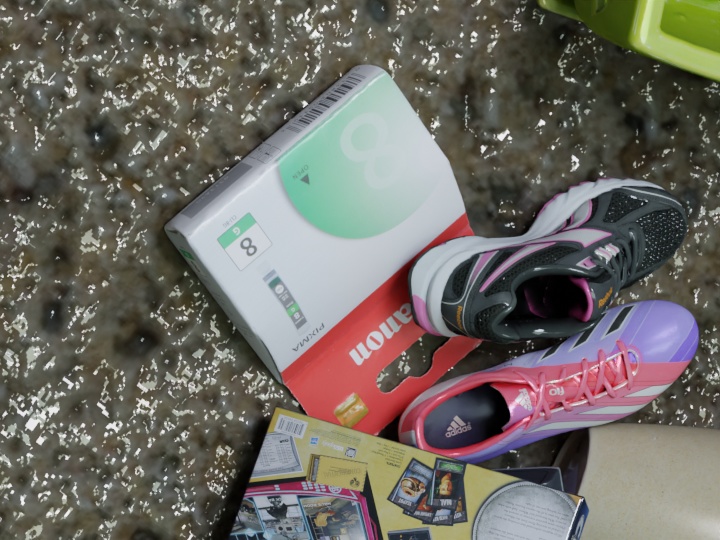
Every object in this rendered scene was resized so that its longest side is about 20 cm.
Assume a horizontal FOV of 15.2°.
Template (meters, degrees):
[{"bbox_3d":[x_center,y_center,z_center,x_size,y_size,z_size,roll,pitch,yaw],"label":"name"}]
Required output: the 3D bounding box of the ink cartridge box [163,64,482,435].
[{"bbox_3d":[0.000,0.000,1.655,0.161,0.050,0.200,-41,111,-12],"label":"ink cartridge box"}]

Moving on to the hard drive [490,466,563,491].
[{"bbox_3d":[0.070,0.224,1.693,0.139,0.033,0.201,-4,106,20],"label":"hard drive"}]

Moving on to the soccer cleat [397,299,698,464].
[{"bbox_3d":[0.118,0.073,1.676,0.199,0.076,0.067,-20,90,1],"label":"soccer cleat"}]

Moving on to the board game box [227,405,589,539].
[{"bbox_3d":[0.021,0.174,1.619,0.199,0.035,0.136,16,74,16],"label":"board game box"}]

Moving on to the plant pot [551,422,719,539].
[{"bbox_3d":[0.217,0.177,1.726,0.199,0.187,0.188,21,91,-9],"label":"plant pot"}]

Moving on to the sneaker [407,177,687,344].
[{"bbox_3d":[0.132,0.007,1.678,0.200,0.086,0.081,-24,120,-29],"label":"sneaker"}]

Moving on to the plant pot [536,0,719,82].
[{"bbox_3d":[0.227,-0.213,1.639,0.199,0.181,0.200,13,95,-26],"label":"plant pot"}]
